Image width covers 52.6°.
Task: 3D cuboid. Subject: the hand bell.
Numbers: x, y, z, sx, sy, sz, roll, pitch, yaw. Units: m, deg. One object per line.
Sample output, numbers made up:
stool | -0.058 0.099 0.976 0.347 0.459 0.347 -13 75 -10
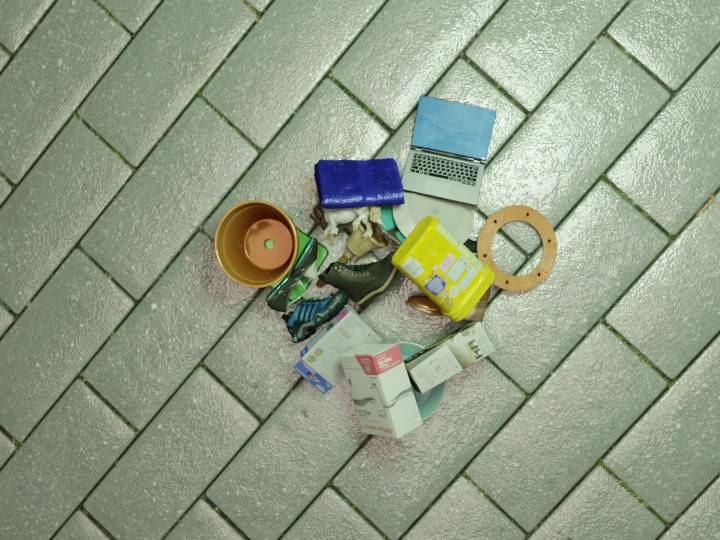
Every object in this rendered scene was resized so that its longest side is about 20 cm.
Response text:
hand bell | -0.039 -0.030 1.763 0.200 0.104 0.104 -44 86 18

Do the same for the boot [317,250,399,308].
boot | 0.000 0.000 1.694 0.137 0.078 0.200 29 129 -14

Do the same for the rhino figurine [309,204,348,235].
rhino figurine | -0.029 -0.168 1.758 0.200 0.060 0.088 -43 81 7

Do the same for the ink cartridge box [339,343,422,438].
ink cartridge box | 0.047 0.276 1.681 0.082 0.146 0.202 -21 97 -34

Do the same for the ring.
ring | 0.367 -0.052 1.712 0.198 0.019 0.203 0 92 -9

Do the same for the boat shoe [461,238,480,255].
boat shoe | 0.197 -0.088 1.727 0.199 0.074 0.064 21 102 10

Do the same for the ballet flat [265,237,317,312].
ballet flat | -0.150 0.017 1.770 0.068 0.068 0.201 37 89 -12

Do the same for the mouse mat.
mouse mat | -0.197 -0.037 1.810 0.199 0.008 0.162 34 95 4

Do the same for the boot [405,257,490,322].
boot | 0.211 0.032 1.727 0.197 0.077 0.157 8 94 4

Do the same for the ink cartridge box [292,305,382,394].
ink cartridge box | -0.059 0.193 1.760 0.200 0.042 0.119 -45 116 4

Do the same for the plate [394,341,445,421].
plate | 0.108 0.274 1.774 0.197 0.026 0.203 0 91 7

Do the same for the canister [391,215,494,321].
canister | 0.183 -0.006 1.626 0.200 0.086 0.149 42 83 -19

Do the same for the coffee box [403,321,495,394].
coffee box | 0.200 0.201 1.696 0.199 0.113 0.080 -29 88 -7

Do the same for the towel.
towel | -0.003 -0.206 1.673 0.197 0.050 0.149 -5 47 -10

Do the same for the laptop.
laptop | 0.204 -0.279 1.696 0.185 0.116 0.202 12 58 7

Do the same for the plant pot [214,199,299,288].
plant pot | -0.234 -0.064 1.740 0.197 0.140 0.203 0 93 7

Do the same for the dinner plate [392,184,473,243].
dinner plate | 0.173 -0.138 1.702 0.197 0.024 0.202 4 64 -9

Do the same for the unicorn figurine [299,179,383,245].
unicorn figurine | -0.046 -0.130 1.687 0.197 0.074 0.139 2 54 1

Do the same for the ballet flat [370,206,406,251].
ballet flat | 0.079 -0.086 1.713 0.067 0.075 0.201 -29 72 -32

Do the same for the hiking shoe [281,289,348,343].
hiking shoe | -0.114 0.095 1.748 0.200 0.074 0.087 -39 80 28
